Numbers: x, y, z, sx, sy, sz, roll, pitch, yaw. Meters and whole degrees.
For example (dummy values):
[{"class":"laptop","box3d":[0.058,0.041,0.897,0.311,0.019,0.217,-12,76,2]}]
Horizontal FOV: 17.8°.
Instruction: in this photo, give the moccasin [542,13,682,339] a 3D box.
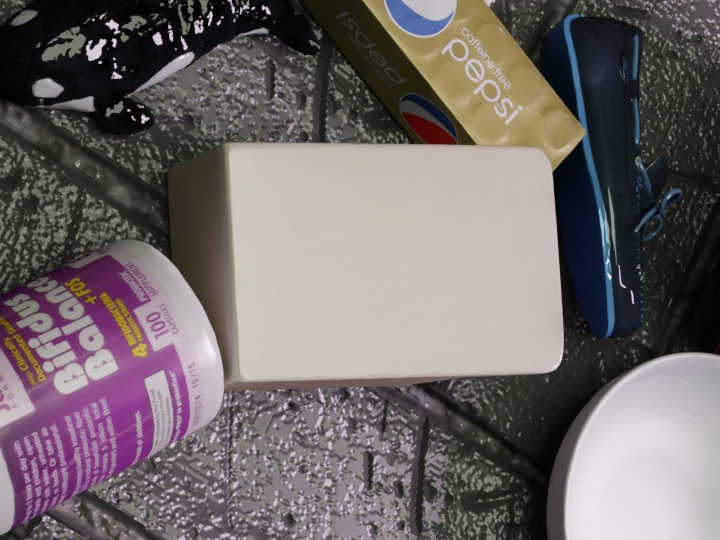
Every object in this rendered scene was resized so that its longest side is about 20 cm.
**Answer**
[{"class":"moccasin","box3d":[0.161,-0.061,1.411,0.068,0.080,0.202,-4,87,-17]}]

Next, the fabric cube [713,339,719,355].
[{"class":"fabric cube","box3d":[0.360,-0.003,1.410,0.198,0.196,0.201,27,70,5]}]

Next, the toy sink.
[{"class":"toy sink","box3d":[0.000,0.000,1.304,0.198,0.112,0.132,-2,84,-23]}]

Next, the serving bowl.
[{"class":"serving bowl","box3d":[0.192,0.153,1.411,0.198,0.066,0.202,4,82,-28]}]

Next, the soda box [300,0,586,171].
[{"class":"soda box","box3d":[0.042,-0.131,1.368,0.068,0.064,0.200,-46,105,-24]}]

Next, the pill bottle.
[{"class":"pill bottle","box3d":[-0.180,0.071,1.200,0.199,0.112,0.113,-28,97,-28]}]

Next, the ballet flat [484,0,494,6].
[{"class":"ballet flat","box3d":[0.079,-0.255,1.403,0.075,0.064,0.202,6,80,-28]}]

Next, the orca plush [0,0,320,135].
[{"class":"orca plush","box3d":[-0.110,-0.132,1.284,0.198,0.071,0.106,1,84,-28]}]
